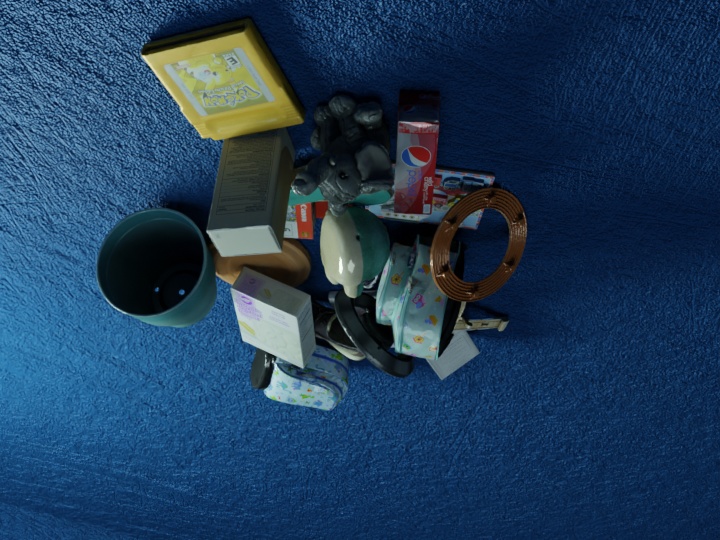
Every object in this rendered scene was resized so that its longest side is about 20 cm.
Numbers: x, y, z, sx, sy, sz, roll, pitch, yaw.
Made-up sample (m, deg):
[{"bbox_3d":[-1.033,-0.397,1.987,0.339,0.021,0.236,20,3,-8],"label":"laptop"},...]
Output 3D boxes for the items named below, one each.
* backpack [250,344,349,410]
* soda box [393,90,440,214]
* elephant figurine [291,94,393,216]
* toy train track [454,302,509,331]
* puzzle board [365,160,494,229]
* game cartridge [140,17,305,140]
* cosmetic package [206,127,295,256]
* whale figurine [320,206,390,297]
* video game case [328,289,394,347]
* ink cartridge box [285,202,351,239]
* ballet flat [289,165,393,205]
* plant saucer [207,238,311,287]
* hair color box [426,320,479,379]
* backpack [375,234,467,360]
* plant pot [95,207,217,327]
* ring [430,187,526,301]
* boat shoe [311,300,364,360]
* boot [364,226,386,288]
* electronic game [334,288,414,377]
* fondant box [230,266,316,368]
[{"bbox_3d":[-0.122,0.221,2.100,0.199,0.154,0.163,4,142,-21],"label":"backpack"},{"bbox_3d":[0.085,-0.177,1.497,0.063,0.070,0.200,3,141,2],"label":"soda box"},{"bbox_3d":[-0.023,-0.147,1.453,0.154,0.201,0.142,10,146,-6],"label":"elephant figurine"},{"bbox_3d":[0.213,0.111,1.889,0.199,0.033,0.115,-2,127,-35],"label":"toy train track"},{"bbox_3d":[0.112,-0.122,1.639,0.199,0.017,0.151,7,146,-2],"label":"puzzle board"},{"bbox_3d":[-0.198,-0.274,1.443,0.175,0.033,0.200,-8,143,20],"label":"game cartridge"},{"bbox_3d":[-0.166,-0.124,1.510,0.105,0.201,0.071,-3,146,13],"label":"cosmetic package"},{"bbox_3d":[-0.013,-0.035,1.641,0.103,0.160,0.200,-13,169,-15],"label":"whale figurine"},{"bbox_3d":[0.043,0.100,1.980,0.181,0.023,0.200,-2,146,12],"label":"video game case"},{"bbox_3d":[-0.114,-0.104,1.669,0.199,0.051,0.109,5,146,2],"label":"ink cartridge box"},{"bbox_3d":[-0.046,-0.144,1.587,0.199,0.071,0.071,-2,146,5],"label":"ballet flat"},{"bbox_3d":[-0.193,-0.013,1.836,0.199,0.032,0.201,4,146,3],"label":"plant saucer"},{"bbox_3d":[0.154,0.125,1.932,0.100,0.061,0.200,-35,139,0],"label":"hair color box"},{"bbox_3d":[0.104,0.053,1.714,0.152,0.201,0.176,5,162,2],"label":"backpack"},{"bbox_3d":[-0.347,0.014,1.772,0.199,0.201,0.188,-1,161,9],"label":"plant pot"},{"bbox_3d":[0.201,-0.039,1.622,0.200,0.201,0.019,37,177,-39],"label":"ring"},{"bbox_3d":[-0.063,0.104,1.922,0.200,0.072,0.065,34,153,-1],"label":"boat shoe"},{"bbox_3d":[0.000,0.000,1.772,0.072,0.091,0.200,9,146,-6],"label":"boot"},{"bbox_3d":[0.026,0.113,1.789,0.042,0.200,0.200,-42,128,20],"label":"electronic game"},{"bbox_3d":[-0.164,0.092,1.869,0.144,0.058,0.200,23,149,15],"label":"fondant box"}]
